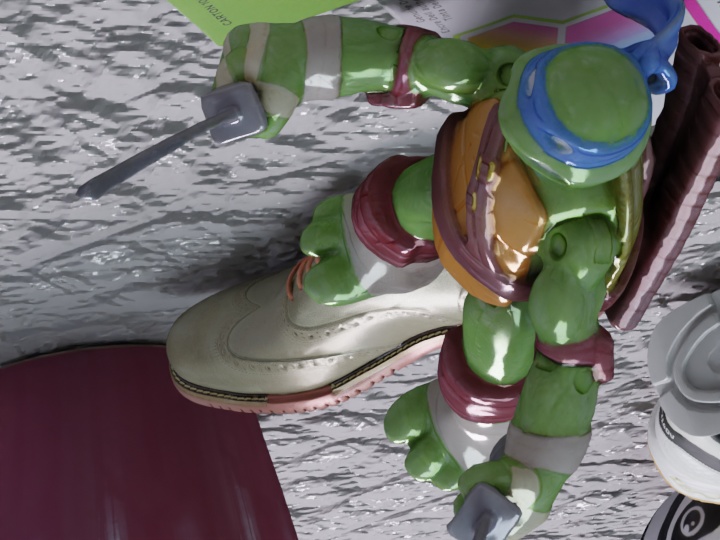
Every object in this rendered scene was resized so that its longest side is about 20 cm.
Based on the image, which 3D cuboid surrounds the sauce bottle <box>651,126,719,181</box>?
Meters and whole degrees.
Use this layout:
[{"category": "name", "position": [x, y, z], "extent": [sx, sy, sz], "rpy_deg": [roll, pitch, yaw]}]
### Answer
[{"category": "sauce bottle", "position": [0.198, -0.046, 1.071], "extent": [0.200, 0.065, 0.065], "rpy_deg": [3, 157, -26]}]

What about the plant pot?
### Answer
[{"category": "plant pot", "position": [-0.103, 0.136, 1.291], "extent": [0.200, 0.179, 0.200], "rpy_deg": [-6, 159, -2]}]

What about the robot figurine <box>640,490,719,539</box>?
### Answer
[{"category": "robot figurine", "position": [0.201, 0.151, 1.494], "extent": [0.125, 0.151, 0.200], "rpy_deg": [5, 171, -1]}]

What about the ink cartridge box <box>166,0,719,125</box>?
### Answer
[{"category": "ink cartridge box", "position": [0.024, -0.088, 0.882], "extent": [0.200, 0.076, 0.148], "rpy_deg": [-16, 158, 18]}]

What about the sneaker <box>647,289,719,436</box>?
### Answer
[{"category": "sneaker", "position": [0.219, 0.016, 1.255], "extent": [0.200, 0.077, 0.080], "rpy_deg": [-17, 169, 36]}]

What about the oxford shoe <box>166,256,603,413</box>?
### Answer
[{"category": "oxford shoe", "position": [0.000, 0.000, 1.154], "extent": [0.200, 0.071, 0.074], "rpy_deg": [-18, 132, 28]}]

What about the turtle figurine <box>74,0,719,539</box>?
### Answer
[{"category": "turtle figurine", "position": [0.005, 0.006, 0.833], "extent": [0.144, 0.200, 0.194], "rpy_deg": [30, 164, 4]}]

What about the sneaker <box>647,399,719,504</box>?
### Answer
[{"category": "sneaker", "position": [0.233, 0.068, 1.371], "extent": [0.200, 0.076, 0.088], "rpy_deg": [-7, 160, -1]}]
